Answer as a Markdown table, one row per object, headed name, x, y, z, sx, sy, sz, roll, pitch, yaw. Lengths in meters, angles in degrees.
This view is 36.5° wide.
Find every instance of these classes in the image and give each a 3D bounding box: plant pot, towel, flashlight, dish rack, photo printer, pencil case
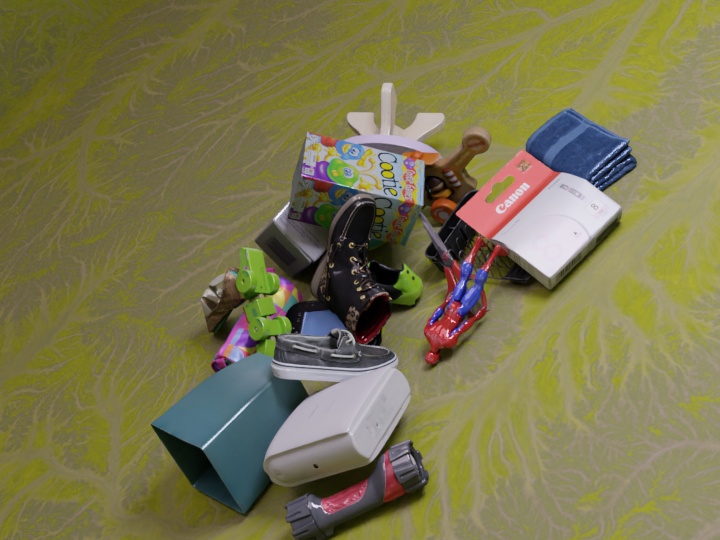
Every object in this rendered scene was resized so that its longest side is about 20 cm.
| name | x | y | z | sx | sy | sz | roll | pitch | yaw |
| --- | --- | --- | --- | --- | --- | --- | --- | --- | --- |
| plant pot | -0.177 | 0.230 | 1.646 | 0.141 | 0.142 | 0.200 | 13 | 48 | 47 |
| towel | 0.352 | -0.196 | 1.776 | 0.111 | 0.049 | 0.200 | -38 | 35 | -2 |
| flashlight | -0.008 | 0.298 | 1.476 | 0.199 | 0.068 | 0.068 | -26 | 38 | 12 |
| dish rack | 0.217 | -0.050 | 1.712 | 0.199 | 0.055 | 0.154 | 9 | 55 | 45 |
| photo printer | -0.040 | 0.223 | 1.545 | 0.199 | 0.070 | 0.167 | -24 | 18 | 39 |
| pencil case | -0.174 | 0.098 | 1.838 | 0.088 | 0.089 | 0.201 | -2 | 47 | 38 |

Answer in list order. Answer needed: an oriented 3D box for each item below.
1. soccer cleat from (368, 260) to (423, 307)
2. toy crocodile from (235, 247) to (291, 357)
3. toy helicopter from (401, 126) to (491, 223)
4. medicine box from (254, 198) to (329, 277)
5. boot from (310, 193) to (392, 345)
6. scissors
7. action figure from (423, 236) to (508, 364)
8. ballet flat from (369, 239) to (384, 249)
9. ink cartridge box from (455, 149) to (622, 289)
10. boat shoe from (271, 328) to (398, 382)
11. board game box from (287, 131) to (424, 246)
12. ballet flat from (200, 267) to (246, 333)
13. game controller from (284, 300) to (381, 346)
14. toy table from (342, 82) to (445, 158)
| name | x | y | z | sx | sy | sz | roll | pitch | yaw |
| --- | --- | --- | --- | --- | --- | --- | --- | --- | --- |
| soccer cleat | 0.009 | 0.023 | 1.774 | 0.199 | 0.081 | 0.068 | -7 | 43 | 34 |
| toy crocodile | -0.165 | 0.059 | 1.774 | 0.061 | 0.067 | 0.202 | -24 | 75 | 38 |
| toy helicopter | 0.143 | -0.176 | 1.799 | 0.200 | 0.132 | 0.079 | -48 | 17 | 48 |
| medicine box | -0.072 | -0.102 | 1.904 | 0.200 | 0.103 | 0.182 | -47 | 5 | -17 |
| boot | 0.000 | 0.000 | 1.678 | 0.151 | 0.073 | 0.201 | 52 | 125 | 44 |
| scissors | 0.143 | -0.014 | 1.687 | 0.073 | 0.014 | 0.202 | -25 | 65 | 27 |
| action figure | 0.150 | 0.051 | 1.625 | 0.065 | 0.052 | 0.201 | 28 | 84 | 33 |
| ballet flat | 0.050 | -0.101 | 1.914 | 0.200 | 0.067 | 0.067 | -39 | 14 | -10 |
| ink cartridge box | 0.266 | -0.089 | 1.648 | 0.162 | 0.057 | 0.200 | -43 | 67 | -13 |
| boat shoe | -0.033 | 0.122 | 1.616 | 0.198 | 0.072 | 0.072 | 0 | 17 | -24 |
| board game box | -0.006 | -0.129 | 1.755 | 0.198 | 0.105 | 0.104 | 12 | 48 | -9 |
| ballet flat | -0.237 | 0.046 | 1.889 | 0.200 | 0.065 | 0.071 | -45 | 12 | 51 |
| game controller | -0.047 | 0.095 | 1.755 | 0.199 | 0.042 | 0.105 | -6 | 70 | 34 |
| toy table | 0.058 | -0.234 | 1.971 | 0.198 | 0.184 | 0.118 | 10 | 60 | 7 |
